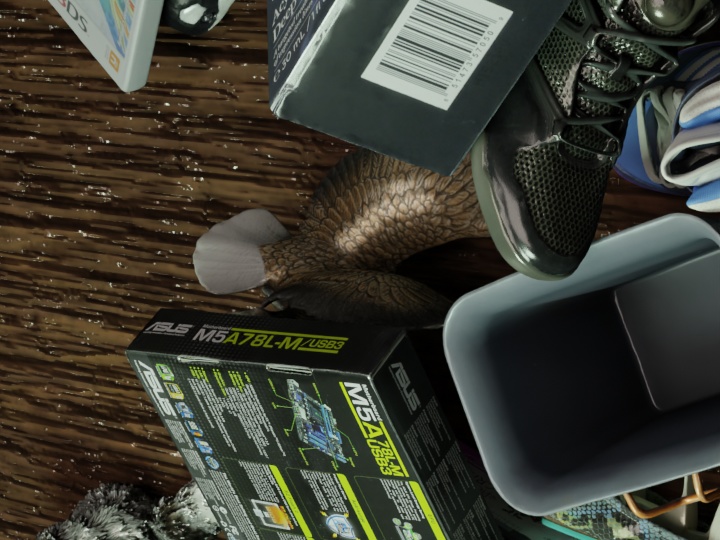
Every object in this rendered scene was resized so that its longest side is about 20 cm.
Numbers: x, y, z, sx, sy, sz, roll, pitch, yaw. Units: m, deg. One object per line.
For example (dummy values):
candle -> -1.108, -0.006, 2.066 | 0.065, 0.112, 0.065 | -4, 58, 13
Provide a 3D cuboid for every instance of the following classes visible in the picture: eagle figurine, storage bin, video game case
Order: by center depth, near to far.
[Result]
storage bin -> 0.170, 0.047, 1.216 | 0.199, 0.134, 0.147 | -23, 86, 44
eagle figurine -> 0.007, 0.000, 1.363 | 0.200, 0.150, 0.153 | -44, 63, 53
video game case -> -0.178, -0.243, 1.446 | 0.183, 0.022, 0.201 | 49, 144, 25

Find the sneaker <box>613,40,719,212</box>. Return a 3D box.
sneaker -> 0.174, -0.072, 1.170 | 0.199, 0.146, 0.081 | -5, 98, 43

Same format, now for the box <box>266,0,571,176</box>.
box -> 0.029, -0.178, 1.156 | 0.149, 0.106, 0.201 | -56, 25, 37

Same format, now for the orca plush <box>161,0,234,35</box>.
orca plush -> -0.095, -0.231, 1.424 | 0.106, 0.071, 0.200 | 54, 131, 17

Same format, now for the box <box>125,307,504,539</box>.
box -> -0.021, 0.115, 1.327 | 0.192, 0.048, 0.201 | 1, 129, 39

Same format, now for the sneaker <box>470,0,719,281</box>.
sneaker -> 0.117, -0.097, 1.134 | 0.114, 0.076, 0.201 | -10, 64, 59

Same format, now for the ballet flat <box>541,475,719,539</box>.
ballet flat -> 0.186, 0.145, 1.278 | 0.199, 0.074, 0.075 | 22, 116, 33

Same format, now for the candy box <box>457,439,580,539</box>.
candy box -> 0.065, 0.223, 1.411 | 0.136, 0.061, 0.202 | 32, 122, 33

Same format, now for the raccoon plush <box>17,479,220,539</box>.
raccoon plush -> -0.193, 0.192, 1.588 | 0.097, 0.133, 0.200 | 55, 131, 18
